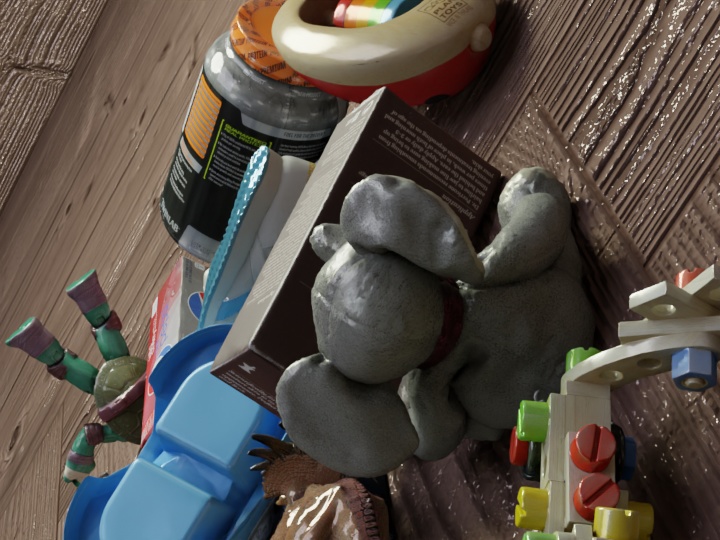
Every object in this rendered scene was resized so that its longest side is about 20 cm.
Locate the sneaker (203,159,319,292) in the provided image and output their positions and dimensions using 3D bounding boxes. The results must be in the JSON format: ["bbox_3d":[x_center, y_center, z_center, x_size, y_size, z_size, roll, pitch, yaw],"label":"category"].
[{"bbox_3d":[-0.052,-0.034,1.247,0.201,0.081,0.075,-56,20,23],"label":"sneaker"}]

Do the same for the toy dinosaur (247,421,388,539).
[{"bbox_3d":[-0.019,0.140,0.854,0.199,0.085,0.136,-12,50,60],"label":"toy dinosaur"}]

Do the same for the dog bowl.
[{"bbox_3d":[-0.108,0.133,1.047,0.111,0.050,0.201,23,71,27],"label":"dog bowl"}]

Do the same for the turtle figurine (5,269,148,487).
[{"bbox_3d":[-0.207,0.107,1.402,0.150,0.201,0.100,-43,12,-36],"label":"turtle figurine"}]

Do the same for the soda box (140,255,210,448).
[{"bbox_3d":[-0.137,0.078,1.352,0.064,0.070,0.201,-54,22,28],"label":"soda box"}]

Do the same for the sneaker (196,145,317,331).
[{"bbox_3d":[-0.066,0.010,1.133,0.077,0.080,0.201,-86,18,-50],"label":"sneaker"}]

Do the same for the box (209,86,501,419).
[{"bbox_3d":[0.000,0.000,0.996,0.075,0.100,0.201,-32,28,58],"label":"box"}]

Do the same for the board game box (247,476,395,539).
[{"bbox_3d":[-0.028,0.195,0.981,0.136,0.034,0.201,-57,21,24],"label":"board game box"}]

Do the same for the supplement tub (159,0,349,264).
[{"bbox_3d":[-0.082,-0.109,1.300,0.123,0.121,0.201,-91,20,-51],"label":"supplement tub"}]

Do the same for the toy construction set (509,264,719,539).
[{"bbox_3d":[0.104,0.090,0.673,0.131,0.091,0.201,99,-168,-60],"label":"toy construction set"}]

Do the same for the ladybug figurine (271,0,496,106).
[{"bbox_3d":[0.021,-0.165,1.153,0.135,0.072,0.199,-39,34,-25],"label":"ladybug figurine"}]

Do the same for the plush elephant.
[{"bbox_3d":[0.033,0.023,0.840,0.166,0.154,0.200,-60,20,15],"label":"plush elephant"}]
